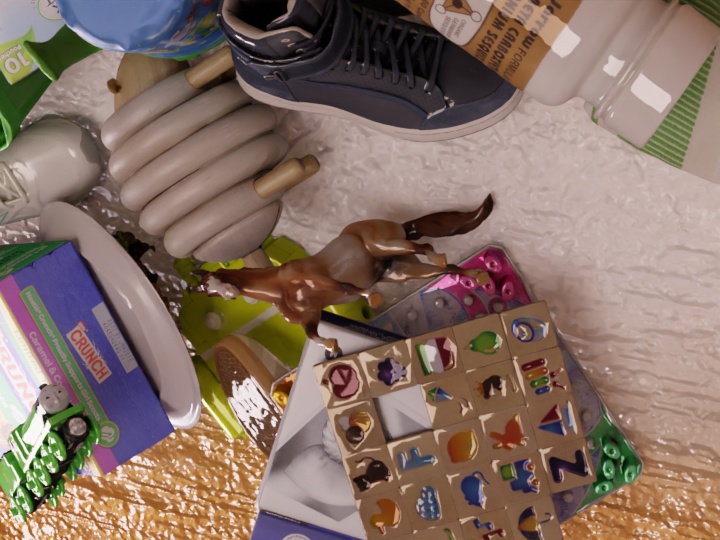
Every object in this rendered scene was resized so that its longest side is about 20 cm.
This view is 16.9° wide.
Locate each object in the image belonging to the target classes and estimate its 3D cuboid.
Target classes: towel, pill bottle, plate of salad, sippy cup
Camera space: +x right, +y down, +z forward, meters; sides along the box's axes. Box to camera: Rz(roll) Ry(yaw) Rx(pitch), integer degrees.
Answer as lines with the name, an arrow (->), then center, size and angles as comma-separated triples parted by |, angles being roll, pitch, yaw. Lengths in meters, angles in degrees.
towel -> 0.247, -0.120, 1.543 | 0.199, 0.023, 0.153 | 23, 126, 16
pill bottle -> 0.118, -0.168, 1.497 | 0.200, 0.114, 0.115 | 35, 128, 3
plate of salad -> -0.175, 0.030, 1.828 | 0.200, 0.048, 0.201 | 43, 153, 29
sippy cup -> -0.142, -0.200, 1.598 | 0.139, 0.130, 0.179 | 16, 106, 9

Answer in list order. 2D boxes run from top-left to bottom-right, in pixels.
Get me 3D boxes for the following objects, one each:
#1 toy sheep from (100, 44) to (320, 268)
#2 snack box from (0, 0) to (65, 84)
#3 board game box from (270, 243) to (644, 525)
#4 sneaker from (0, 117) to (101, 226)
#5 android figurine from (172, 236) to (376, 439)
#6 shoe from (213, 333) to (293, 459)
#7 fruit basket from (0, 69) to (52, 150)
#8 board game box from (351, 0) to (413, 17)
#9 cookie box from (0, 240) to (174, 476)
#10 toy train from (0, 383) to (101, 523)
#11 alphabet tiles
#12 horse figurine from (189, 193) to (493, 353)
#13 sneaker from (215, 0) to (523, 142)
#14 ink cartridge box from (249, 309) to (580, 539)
toy sheep -> -0.109, -0.076, 1.708 | 0.138, 0.138, 0.201 | -33, 84, 39
snack box -> -0.237, -0.253, 1.691 | 0.142, 0.053, 0.201 | -31, 100, 7
board game box -> 0.068, 0.115, 1.720 | 0.199, 0.026, 0.200 | -32, 98, 11
sneaker -> -0.281, -0.058, 1.850 | 0.200, 0.080, 0.071 | -18, 105, 35
android figurine -> -0.060, 0.056, 1.810 | 0.182, 0.041, 0.200 | -31, 100, 39
shoe -> -0.034, 0.122, 1.785 | 0.200, 0.053, 0.070 | 53, 148, -7
fruit basket -> -0.351, -0.125, 1.762 | 0.215, 0.216, 0.156 | -25, 102, 37
board game box -> 0.026, -0.236, 1.601 | 0.199, 0.028, 0.136 | -6, 112, 33
cookie box -> -0.250, 0.066, 1.857 | 0.200, 0.075, 0.172 | -3, 117, 59
toy train -> -0.234, 0.133, 1.784 | 0.057, 0.042, 0.200 | 59, 154, 11
alphabet tiles -> 0.075, 0.136, 1.665 | 0.166, 0.008, 0.201 | -16, 102, 6
horse figurine -> 0.000, 0.000, 1.665 | 0.132, 0.199, 0.050 | 20, 130, 51
sneaker -> 0.004, -0.149, 1.577 | 0.201, 0.077, 0.146 | 6, 160, 10
ink cartridge box -> 0.033, 0.150, 1.696 | 0.198, 0.041, 0.201 | 16, 104, 1
